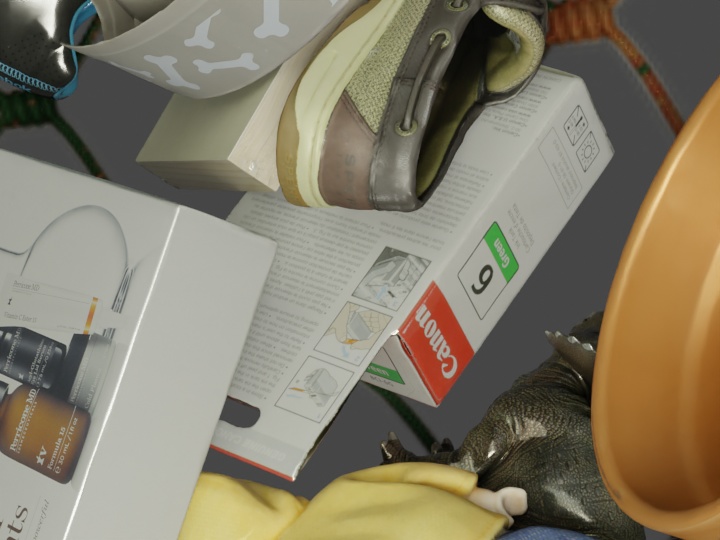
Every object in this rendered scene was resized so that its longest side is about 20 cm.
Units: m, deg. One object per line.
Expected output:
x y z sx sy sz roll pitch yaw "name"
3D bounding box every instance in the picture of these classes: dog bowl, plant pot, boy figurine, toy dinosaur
-0.042 -0.156 0.930 0.200 0.059 0.201 -38 33 30 "dog bowl"
0.189 0.018 0.810 0.139 0.200 0.201 24 76 -18 "plant pot"
0.012 0.115 0.824 0.199 0.065 0.125 7 37 21 "boy figurine"
0.068 0.099 0.887 0.102 0.077 0.201 -12 64 26 "toy dinosaur"

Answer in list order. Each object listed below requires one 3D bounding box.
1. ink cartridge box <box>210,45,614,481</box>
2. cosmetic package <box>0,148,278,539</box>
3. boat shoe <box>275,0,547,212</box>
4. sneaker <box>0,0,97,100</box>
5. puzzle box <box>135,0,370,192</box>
0.000 0.000 0.916 0.109 0.050 0.200 18 62 38 "ink cartridge box"
-0.121 0.063 0.874 0.150 0.051 0.201 16 87 53 "cosmetic package"
0.041 -0.091 0.897 0.065 0.073 0.200 21 58 22 "boat shoe"
-0.107 -0.167 1.042 0.082 0.073 0.200 37 86 2 "sneaker"
-0.016 -0.123 0.966 0.025 0.133 0.201 33 81 -18 "puzzle box"
